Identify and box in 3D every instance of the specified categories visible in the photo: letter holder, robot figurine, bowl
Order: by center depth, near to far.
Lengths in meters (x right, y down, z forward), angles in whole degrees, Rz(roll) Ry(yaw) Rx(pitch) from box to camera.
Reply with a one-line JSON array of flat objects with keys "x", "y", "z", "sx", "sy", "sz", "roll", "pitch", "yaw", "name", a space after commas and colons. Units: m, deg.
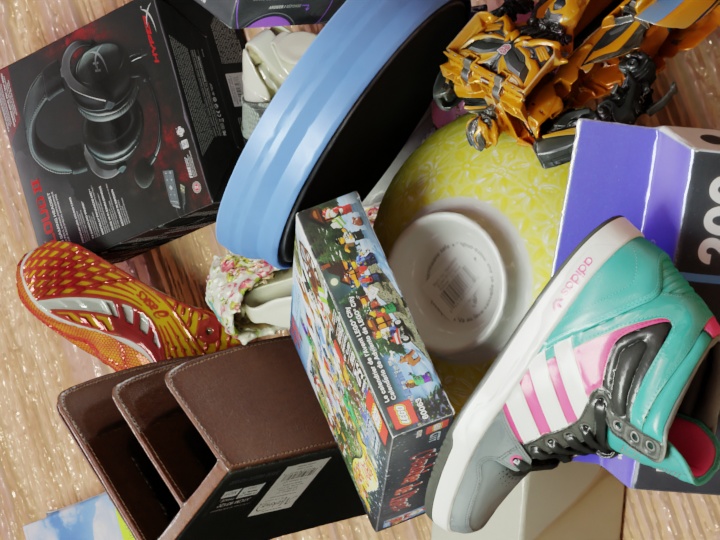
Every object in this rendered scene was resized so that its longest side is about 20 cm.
[{"x": 0.129, "y": -0.142, "z": 1.581, "sx": 0.145, "sy": 0.200, "sz": 0.058, "roll": 33, "pitch": 159, "yaw": 46, "name": "robot figurine"}, {"x": -0.006, "y": -0.086, "z": 1.599, "sx": 0.039, "sy": 0.201, "sz": 0.201, "roll": 35, "pitch": 122, "yaw": 10, "name": "bowl"}, {"x": 0.074, "y": 0.003, "z": 1.606, "sx": 0.200, "sy": 0.108, "sz": 0.200, "roll": 4, "pitch": 96, "yaw": 34, "name": "bowl"}, {"x": -0.070, "y": 0.085, "z": 1.796, "sx": 0.142, "sy": 0.200, "sz": 0.101, "roll": 55, "pitch": 129, "yaw": 23, "name": "letter holder"}]

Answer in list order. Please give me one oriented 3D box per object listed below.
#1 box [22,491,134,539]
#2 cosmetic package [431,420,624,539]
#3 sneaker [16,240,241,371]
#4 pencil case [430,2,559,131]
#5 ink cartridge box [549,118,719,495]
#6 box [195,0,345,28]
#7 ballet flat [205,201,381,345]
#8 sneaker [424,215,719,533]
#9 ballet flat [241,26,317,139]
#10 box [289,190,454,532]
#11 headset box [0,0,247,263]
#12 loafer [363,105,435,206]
[{"x": -0.146, "y": 0.206, "z": 1.993, "sx": 0.200, "sy": 0.048, "sz": 0.122, "roll": -23, "pitch": 80, "yaw": 43, "name": "box"}, {"x": 0.098, "y": 0.187, "z": 1.722, "sx": 0.073, "sy": 0.103, "sz": 0.200, "roll": 16, "pitch": 109, "yaw": 40, "name": "cosmetic package"}, {"x": -0.141, "y": 0.045, "z": 1.923, "sx": 0.200, "sy": 0.073, "sz": 0.077, "roll": 38, "pitch": 168, "yaw": -3, "name": "sneaker"}, {"x": 0.100, "y": -0.059, "z": 1.696, "sx": 0.087, "sy": 0.083, "sz": 0.200, "roll": 141, "pitch": 113, "yaw": -70, "name": "pencil case"}, {"x": 0.200, "y": 0.025, "z": 1.545, "sx": 0.043, "sy": 0.200, "sz": 0.198, "roll": -117, "pitch": 33, "yaw": -70, "name": "ink cartridge box"}, {"x": -0.043, "y": -0.262, "z": 1.767, "sx": 0.106, "sy": 0.122, "sz": 0.200, "roll": 39, "pitch": 121, "yaw": 33, "name": "box"}, {"x": 0.000, "y": 0.000, "z": 1.753, "sx": 0.200, "sy": 0.064, "sz": 0.076, "roll": -20, "pitch": 127, "yaw": 12, "name": "ballet flat"}, {"x": 0.127, "y": 0.084, "z": 1.506, "sx": 0.121, "sy": 0.084, "sz": 0.200, "roll": 39, "pitch": 114, "yaw": 19, "name": "sneaker"}, {"x": -0.035, "y": -0.120, "z": 1.786, "sx": 0.071, "sy": 0.069, "sz": 0.200, "roll": 48, "pitch": 163, "yaw": -18, "name": "ballet flat"}, {"x": 0.003, "y": 0.055, "z": 1.605, "sx": 0.200, "sy": 0.038, "sz": 0.137, "roll": 96, "pitch": 152, "yaw": -70, "name": "box"}, {"x": -0.158, "y": -0.091, "z": 1.937, "sx": 0.200, "sy": 0.077, "sz": 0.149, "roll": -20, "pitch": 83, "yaw": 42, "name": "headset box"}, {"x": 0.010, "y": -0.050, "z": 1.801, "sx": 0.070, "sy": 0.070, "sz": 0.200, "roll": 33, "pitch": 119, "yaw": -10, "name": "loafer"}]
